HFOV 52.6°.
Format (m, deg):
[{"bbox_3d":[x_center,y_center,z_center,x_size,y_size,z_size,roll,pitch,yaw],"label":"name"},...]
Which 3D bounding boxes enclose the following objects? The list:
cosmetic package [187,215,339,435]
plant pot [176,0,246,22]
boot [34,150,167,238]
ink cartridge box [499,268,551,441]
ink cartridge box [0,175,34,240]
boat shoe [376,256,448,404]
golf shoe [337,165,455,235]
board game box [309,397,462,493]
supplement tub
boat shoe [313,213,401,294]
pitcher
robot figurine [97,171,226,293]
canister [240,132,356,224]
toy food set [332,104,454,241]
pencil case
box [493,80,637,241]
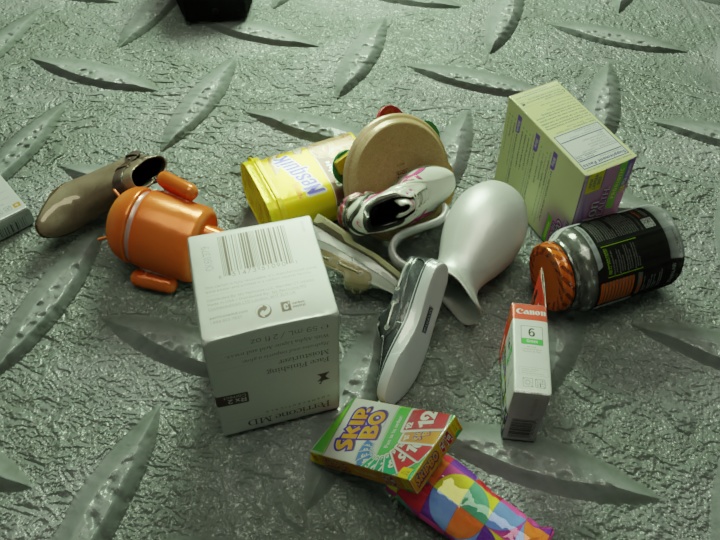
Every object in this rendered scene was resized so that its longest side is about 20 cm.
[{"bbox_3d":[-0.120,0.071,0.923,0.160,0.203,0.167,-11,49,-10],"label":"cosmetic package"},{"bbox_3d":[-0.318,-0.647,1.548,0.194,0.201,0.182,-8,61,-7],"label":"plant pot"},{"bbox_3d":[-0.398,-0.125,1.139,0.143,0.071,0.201,-9,33,33],"label":"boot"},{"bbox_3d":[0.213,0.105,0.957,0.049,0.111,0.204,5,49,4],"label":"ink cartridge box"},{"bbox_3d":[-0.658,-0.096,1.162,0.196,0.044,0.199,-35,60,-27],"label":"ink cartridge box"},{"bbox_3d":[0.054,0.076,0.981,0.066,0.071,0.205,14,80,33],"label":"boat shoe"},{"bbox_3d":[0.067,-0.097,1.073,0.196,0.074,0.092,-25,23,-21],"label":"golf shoe"},{"bbox_3d":[0.020,0.200,0.860,0.197,0.030,0.096,-6,33,51],"label":"board game box"},{"bbox_3d":[0.352,-0.014,1.052,0.195,0.124,0.124,-14,50,-13],"label":"supplement tub"},{"bbox_3d":[0.000,0.000,1.075,0.198,0.075,0.069,35,90,11],"label":"boat shoe"},{"bbox_3d":[0.148,-0.048,1.075,0.169,0.122,0.202,32,63,6],"label":"pitcher"},{"bbox_3d":[-0.288,-0.056,1.077,0.195,0.146,0.118,17,40,5],"label":"robot figurine"},{"bbox_3d":[-0.078,-0.138,1.178,0.196,0.088,0.150,-20,53,-19],"label":"canister"},{"bbox_3d":[0.057,-0.148,1.136,0.198,0.201,0.048,-35,24,-15],"label":"toy food set"},{"bbox_3d":[0.122,0.273,0.834,0.198,0.090,0.088,34,57,25],"label":"pencil case"},{"bbox_3d":[0.309,-0.157,1.136,0.094,0.178,0.202,-19,51,-16],"label":"box"}]
